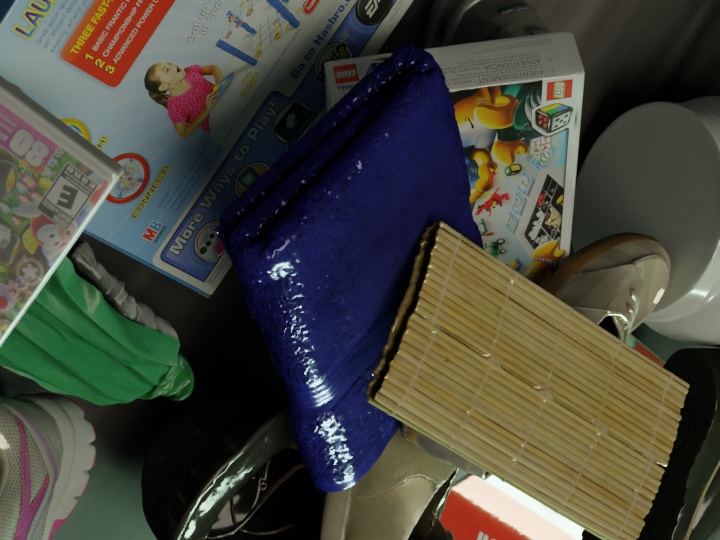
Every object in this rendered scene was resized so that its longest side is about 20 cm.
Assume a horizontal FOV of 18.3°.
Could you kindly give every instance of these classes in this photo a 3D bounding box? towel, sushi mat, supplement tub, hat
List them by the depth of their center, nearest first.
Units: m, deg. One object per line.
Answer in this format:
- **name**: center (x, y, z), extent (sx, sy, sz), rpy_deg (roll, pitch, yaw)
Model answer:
- **towel**: center (0.000, 0.000, 1.096), extent (0.148, 0.049, 0.200), rpy_deg (-49, 148, -25)
- **sushi mat**: center (0.088, 0.062, 1.121), extent (0.200, 0.012, 0.096), rpy_deg (32, 72, -35)
- **hat**: center (-0.074, 0.119, 1.224), extent (0.201, 0.081, 0.201), rpy_deg (-44, 155, -26)
- **supplement tub**: center (0.237, -0.023, 1.321), extent (0.200, 0.145, 0.146), rpy_deg (8, 112, -38)

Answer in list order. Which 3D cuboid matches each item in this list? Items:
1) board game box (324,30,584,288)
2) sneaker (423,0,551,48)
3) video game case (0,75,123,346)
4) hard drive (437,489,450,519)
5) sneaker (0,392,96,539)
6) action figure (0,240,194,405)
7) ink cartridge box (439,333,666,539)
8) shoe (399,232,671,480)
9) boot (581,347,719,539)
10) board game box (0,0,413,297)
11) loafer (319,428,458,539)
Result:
- **board game box**: center (0.047, -0.037, 1.169), extent (0.126, 0.035, 0.200), rpy_deg (-8, 141, -5)
- **sneaker**: center (0.073, -0.057, 1.226), extent (0.075, 0.082, 0.201), rpy_deg (-22, 128, -23)
- **video game case**: center (-0.221, -0.009, 1.019), extent (0.143, 0.018, 0.200), rpy_deg (36, 104, -3)
- **hard drive**: center (0.040, 0.130, 1.314), extent (0.132, 0.027, 0.201), rpy_deg (-46, 147, -54)
- **sneaker**: center (-0.201, 0.150, 1.119), extent (0.088, 0.081, 0.201), rpy_deg (30, 65, -56)
- **action figure**: center (-0.156, 0.021, 1.112), extent (0.118, 0.055, 0.200), rpy_deg (-30, 136, 28)
- **ink cartridge box**: center (0.120, 0.129, 1.344), extent (0.162, 0.050, 0.201), rpy_deg (36, 70, -49)
- **shoe**: center (0.105, 0.046, 1.181), extent (0.200, 0.053, 0.070), rpy_deg (-35, 141, -33)
- **boot**: center (0.222, 0.135, 1.335), extent (0.138, 0.078, 0.200), rpy_deg (1, 130, -30)
- **board game box**: center (-0.097, -0.113, 1.090), extent (0.196, 0.056, 0.200), rpy_deg (30, 98, -42)
- **loafer**: center (0.012, 0.166, 1.219), extent (0.076, 0.068, 0.201), rpy_deg (-42, 145, -52)
